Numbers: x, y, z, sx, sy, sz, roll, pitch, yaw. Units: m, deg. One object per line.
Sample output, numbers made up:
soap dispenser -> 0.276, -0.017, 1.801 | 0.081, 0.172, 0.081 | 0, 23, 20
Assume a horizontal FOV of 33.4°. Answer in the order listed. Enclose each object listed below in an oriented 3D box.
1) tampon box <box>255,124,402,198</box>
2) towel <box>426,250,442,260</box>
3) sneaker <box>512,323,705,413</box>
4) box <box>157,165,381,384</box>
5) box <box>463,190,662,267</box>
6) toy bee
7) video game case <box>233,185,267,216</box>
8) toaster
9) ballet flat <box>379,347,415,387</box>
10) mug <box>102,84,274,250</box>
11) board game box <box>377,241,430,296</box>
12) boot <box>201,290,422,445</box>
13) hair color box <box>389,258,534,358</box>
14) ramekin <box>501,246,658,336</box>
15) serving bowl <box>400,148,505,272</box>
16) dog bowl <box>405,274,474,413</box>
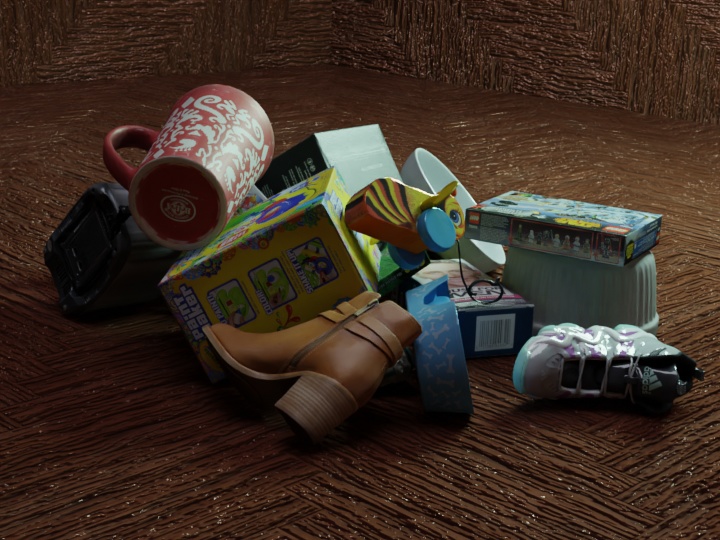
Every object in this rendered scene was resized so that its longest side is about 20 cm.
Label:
tampon box -> -0.062, -0.090, 1.588 | 0.199, 0.127, 0.149 | -26, -5, 38
towel -> 0.082, -0.020, 1.611 | 0.086, 0.018, 0.200 | 47, 17, -7
sneaker -> 0.261, 0.102, 1.197 | 0.198, 0.079, 0.139 | -9, 19, -33
box -> -0.089, 0.000, 1.288 | 0.191, 0.123, 0.200 | -26, 13, 9
box -> 0.240, -0.052, 1.419 | 0.198, 0.040, 0.137 | 12, 17, 29
toy bee -> 0.066, -0.052, 1.296 | 0.130, 0.200, 0.110 | -13, 52, 26
video game case -> -0.206, -0.080, 1.508 | 0.143, 0.018, 0.200 | -42, 52, -3
toaster -> -0.274, -0.032, 1.413 | 0.128, 0.114, 0.200 | -6, -27, -45
ballet flat -> -0.005, 0.074, 1.289 | 0.071, 0.073, 0.200 | -2, 15, -17
mug -> -0.197, -0.105, 1.338 | 0.176, 0.134, 0.200 | -17, 23, 15
board game box -> 0.000, 0.000, 1.481 | 0.104, 0.024, 0.200 | -32, 17, -16
boot -> -0.048, 0.069, 1.157 | 0.155, 0.074, 0.199 | -43, 50, -18
hair color box -> 0.115, 0.041, 1.420 | 0.099, 0.061, 0.200 | -3, 16, -20
ramekin -> 0.264, 0.015, 1.456 | 0.198, 0.106, 0.200 | 2, 15, -1
serving bowl -> 0.116, -0.071, 1.667 | 0.066, 0.201, 0.200 | -37, 7, 16
dog bowl -> 0.078, 0.076, 1.216 | 0.049, 0.113, 0.200 | -10, 16, 2
